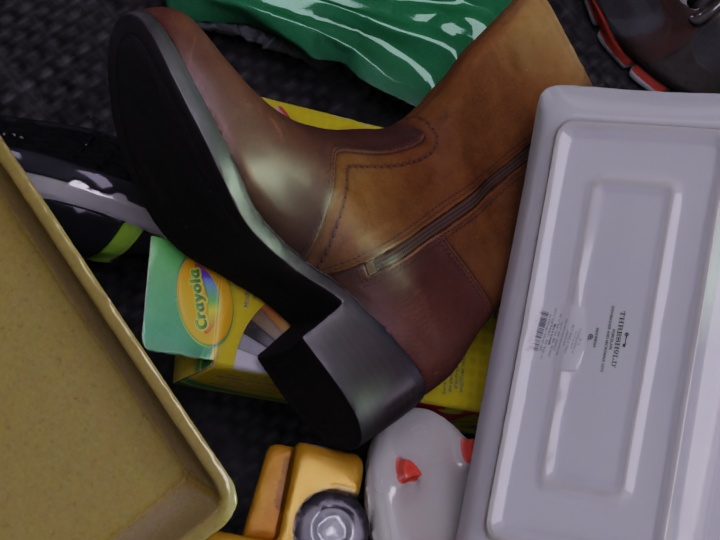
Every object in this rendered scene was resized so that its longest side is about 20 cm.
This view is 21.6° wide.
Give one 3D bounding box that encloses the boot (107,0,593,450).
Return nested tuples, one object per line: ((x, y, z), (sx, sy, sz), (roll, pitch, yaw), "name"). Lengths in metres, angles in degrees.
((0.017, -0.060, 0.743), (0.200, 0.068, 0.189), (-40, 97, -30), "boot")

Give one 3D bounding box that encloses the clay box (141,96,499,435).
((0.000, 0.000, 0.786), (0.199, 0.048, 0.116), (12, 72, -24), "clay box")

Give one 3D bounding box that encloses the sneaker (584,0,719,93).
((0.136, -0.149, 0.859), (0.077, 0.082, 0.200), (-43, 86, -17), "sneaker")

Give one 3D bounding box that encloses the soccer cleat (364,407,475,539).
((0.038, 0.156, 0.753), (0.069, 0.077, 0.201), (-13, 78, -37), "soccer cleat")

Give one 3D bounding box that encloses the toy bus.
((-0.050, 0.166, 0.726), (0.078, 0.065, 0.201), (12, 73, -3), "toy bus")

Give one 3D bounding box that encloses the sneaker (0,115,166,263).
((-0.158, -0.021, 0.804), (0.199, 0.072, 0.083), (12, 107, -9), "sneaker")

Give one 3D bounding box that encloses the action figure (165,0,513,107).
((-0.016, -0.130, 0.849), (0.198, 0.055, 0.119), (12, 74, 3), "action figure")

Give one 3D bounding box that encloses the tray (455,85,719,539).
((0.095, 0.026, 0.702), (0.107, 0.022, 0.202), (6, 79, 29), "tray")

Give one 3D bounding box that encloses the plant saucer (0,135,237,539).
((-0.164, 0.064, 0.740), (0.200, 0.048, 0.201), (-39, 79, 16), "plant saucer")
